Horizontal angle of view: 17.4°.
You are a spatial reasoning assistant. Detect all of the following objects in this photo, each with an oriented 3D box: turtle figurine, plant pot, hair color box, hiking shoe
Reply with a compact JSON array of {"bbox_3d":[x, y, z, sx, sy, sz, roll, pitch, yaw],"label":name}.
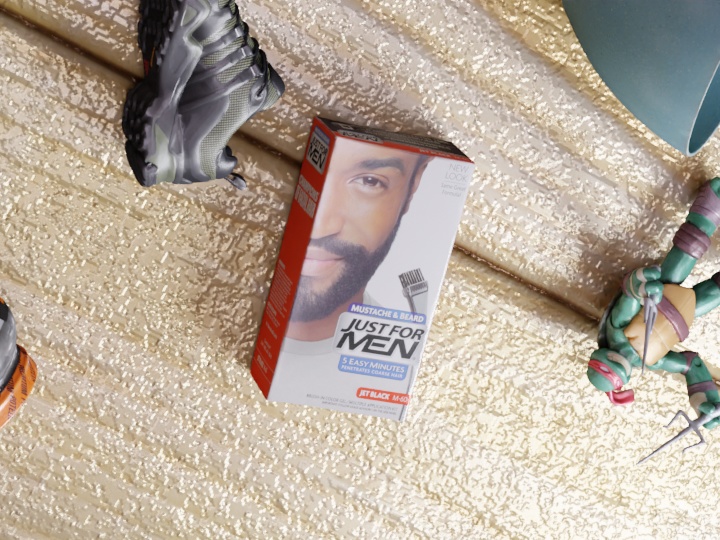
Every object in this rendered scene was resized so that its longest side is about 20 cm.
[{"bbox_3d":[0.230,0.035,1.749,0.200,0.101,0.150,-50,130,-13],"label":"turtle figurine"},{"bbox_3d":[0.218,-0.199,1.632,0.134,0.200,0.201,29,100,13],"label":"plant pot"},{"bbox_3d":[0.000,0.000,1.687,0.110,0.064,0.201,9,104,-19],"label":"hair color box"},{"bbox_3d":[-0.100,-0.151,1.607,0.100,0.076,0.201,3,117,-26],"label":"hiking shoe"}]

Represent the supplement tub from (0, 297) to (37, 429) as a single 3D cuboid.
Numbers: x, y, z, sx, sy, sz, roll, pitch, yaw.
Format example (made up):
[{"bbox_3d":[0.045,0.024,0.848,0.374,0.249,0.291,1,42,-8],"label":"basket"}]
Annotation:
[{"bbox_3d":[-0.315,0.027,1.568,0.122,0.123,0.200,-40,114,-1],"label":"supplement tub"}]
